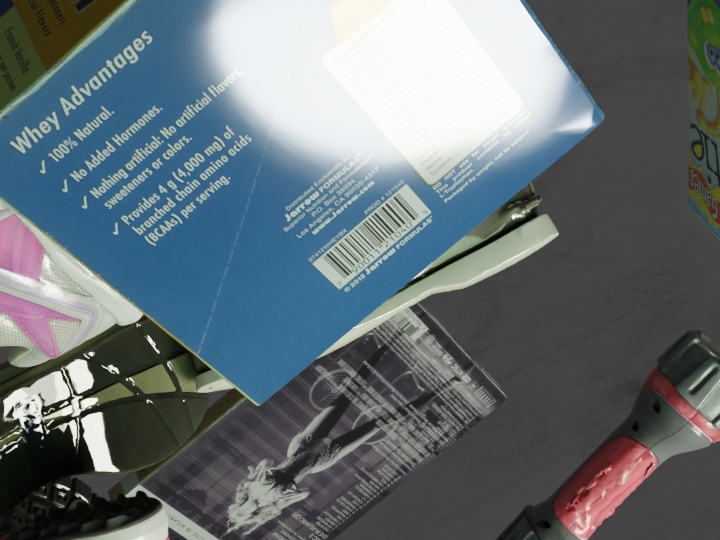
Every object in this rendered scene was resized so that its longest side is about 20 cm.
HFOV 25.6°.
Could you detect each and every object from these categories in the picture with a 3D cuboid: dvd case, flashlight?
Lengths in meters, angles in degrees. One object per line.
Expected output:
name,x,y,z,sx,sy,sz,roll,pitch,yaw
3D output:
dvd case,-0.026,0.099,0.905,0.199,0.016,0.149,-40,136,5
flashlight,0.164,0.129,1.004,0.200,0.068,0.067,-48,135,14

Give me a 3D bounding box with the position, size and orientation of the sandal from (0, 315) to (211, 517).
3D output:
sandal,-0.157,0.068,0.770,0.199,0.057,0.081,-20,118,-35

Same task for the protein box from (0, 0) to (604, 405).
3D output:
protein box,-0.044,-0.091,0.645,0.198,0.135,0.200,-39,136,7

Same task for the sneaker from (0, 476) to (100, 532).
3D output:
sneaker,-0.158,0.185,0.864,0.090,0.076,0.201,-18,127,22

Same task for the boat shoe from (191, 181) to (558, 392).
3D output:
boat shoe,0.000,0.000,0.804,0.200,0.061,0.072,-25,176,-4

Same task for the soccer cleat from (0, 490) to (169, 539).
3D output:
soccer cleat,-0.177,0.160,0.760,0.197,0.068,0.074,-13,97,17

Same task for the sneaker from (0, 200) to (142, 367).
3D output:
sneaker,-0.167,-0.016,0.679,0.088,0.082,0.200,-38,135,3

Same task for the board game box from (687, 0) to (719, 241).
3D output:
board game box,0.238,-0.097,0.824,0.102,0.105,0.202,-22,134,-10
